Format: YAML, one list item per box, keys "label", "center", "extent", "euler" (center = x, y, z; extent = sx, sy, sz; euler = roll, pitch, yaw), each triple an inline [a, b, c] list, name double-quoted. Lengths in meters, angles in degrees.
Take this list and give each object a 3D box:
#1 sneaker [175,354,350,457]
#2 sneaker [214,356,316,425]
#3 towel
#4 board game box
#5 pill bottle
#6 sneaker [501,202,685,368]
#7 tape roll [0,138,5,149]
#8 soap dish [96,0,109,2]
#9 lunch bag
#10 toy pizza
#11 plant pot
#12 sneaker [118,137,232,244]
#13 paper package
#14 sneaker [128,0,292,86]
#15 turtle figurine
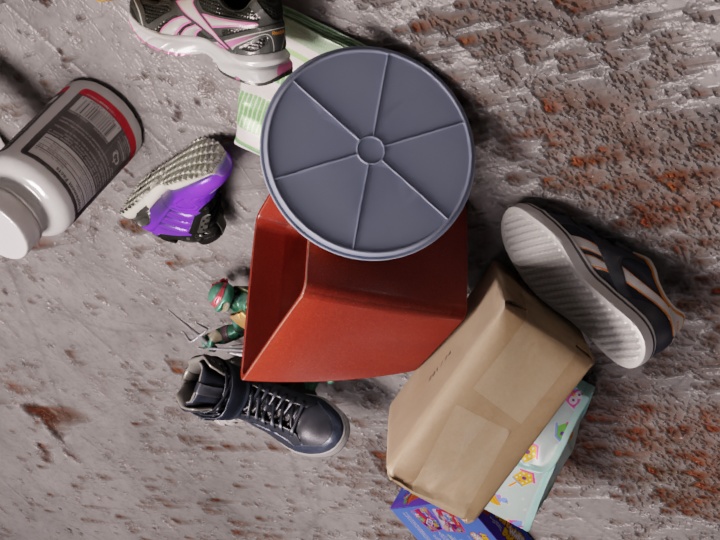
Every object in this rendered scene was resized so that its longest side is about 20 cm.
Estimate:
- label: "sneaker"
  center: [-0.123, 0.159, 1.598]
  extent: [0.202, 0.077, 0.146]
  euler: [20, 178, 34]
- label: "sneaker"
  center: [-0.143, 0.151, 1.738]
  extent: [0.200, 0.066, 0.091]
  euler: [-10, 128, 46]
- label: "towel"
  center: [-0.055, -0.167, 1.354]
  extent: [0.152, 0.023, 0.200]
  euler: [27, 143, 11]
- label: "board game box"
  center: [0.150, 0.350, 1.750]
  extent: [0.134, 0.045, 0.200]
  euler: [-17, 120, 47]
- label: "pill bottle"
  center: [-0.337, -0.108, 1.487]
  extent: [0.111, 0.200, 0.111]
  euler: [22, 142, 18]
- label: "sneaker"
  center: [0.221, 0.006, 1.298]
  extent: [0.200, 0.079, 0.078]
  euler: [49, 143, 23]
- label: "tape roll"
  center: [-0.445, -0.143, 1.594]
  extent: [0.203, 0.037, 0.203]
  euler: [50, 163, 21]
- label: "soap dish"
  center: [-0.191, -0.326, 1.218]
  extent: [0.200, 0.081, 0.157]
  euler: [-4, 120, 42]
- label: "lunch bag"
  center: [0.151, 0.160, 1.480]
  extent: [0.170, 0.122, 0.200]
  euler: [27, 135, 14]
- label: "toy pizza"
  center: [0.006, -0.106, 1.241]
  extent: [0.200, 0.200, 0.032]
  euler: [37, 164, -4]
- label: "plant pot"
  center: [0.000, 0.000, 1.349]
  extent: [0.176, 0.200, 0.200]
  euler: [14, 147, -17]
- label: "sneaker"
  center: [-0.181, -0.079, 1.520]
  extent: [0.100, 0.070, 0.200]
  euler: [42, 148, -20]
- label: "paper package"
  center: [0.118, 0.112, 1.321]
  extent: [0.103, 0.191, 0.200]
  euler: [33, 102, -6]
- label: "sneaker"
  center: [-0.137, -0.246, 1.287]
  extent: [0.200, 0.080, 0.086]
  euler: [23, 123, 31]
- label: "turtle figurine"
  center: [-0.120, 0.071, 1.601]
  extent: [0.200, 0.101, 0.150]
  euler: [29, 173, -17]
